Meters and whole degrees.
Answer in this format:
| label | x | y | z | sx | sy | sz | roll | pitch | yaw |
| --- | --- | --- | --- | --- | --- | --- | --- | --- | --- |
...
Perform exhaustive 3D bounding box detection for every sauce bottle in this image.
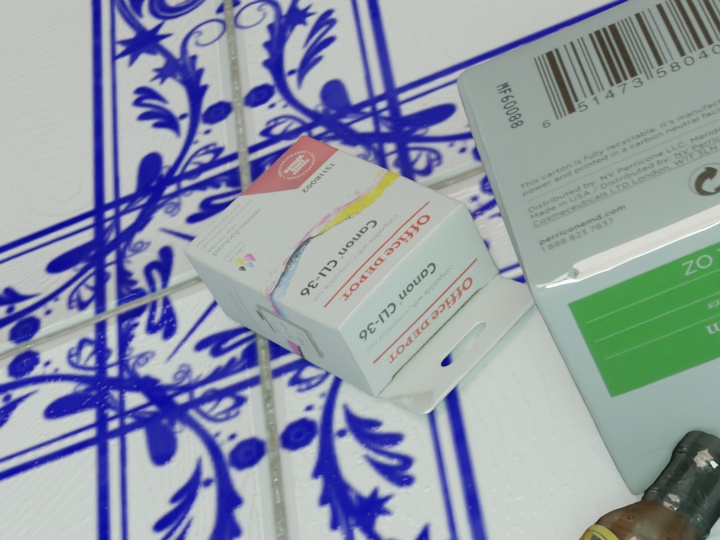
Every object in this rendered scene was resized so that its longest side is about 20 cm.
| label | x | y | z | sx | sy | sz | roll | pitch | yaw |
| --- | --- | --- | --- | --- | --- | --- | --- | --- | --- |
| sauce bottle | 0.123 | 0.165 | 0.988 | 0.065 | 0.065 | 0.200 | 18 | 58 | 42 |

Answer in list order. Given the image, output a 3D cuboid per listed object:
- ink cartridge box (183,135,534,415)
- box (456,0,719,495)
| label | x | y | z | sx | sy | sz | roll | pitch | yaw |
| --- | --- | --- | --- | --- | --- | --- | --- | --- | --- |
| ink cartridge box | 0.000 | 0.000 | 1.228 | 0.116 | 0.068 | 0.200 | -46 | 42 | -18 |
| box | 0.185 | -0.030 | 1.069 | 0.199 | 0.171 | 0.200 | -23 | 41 | 8 |
